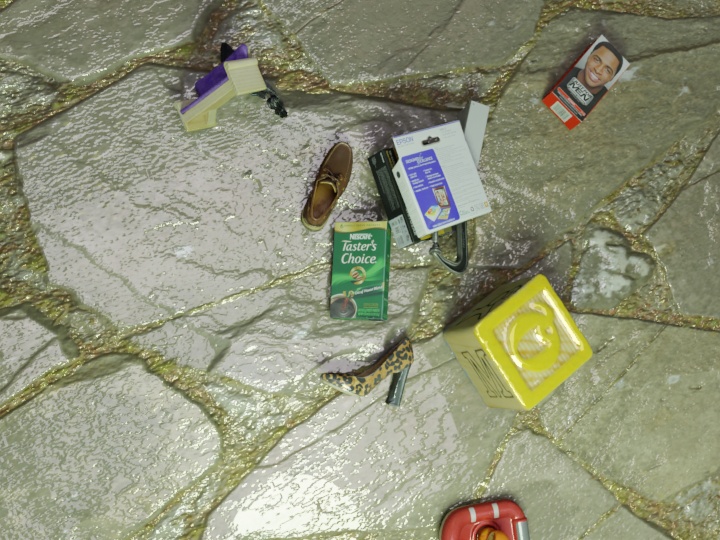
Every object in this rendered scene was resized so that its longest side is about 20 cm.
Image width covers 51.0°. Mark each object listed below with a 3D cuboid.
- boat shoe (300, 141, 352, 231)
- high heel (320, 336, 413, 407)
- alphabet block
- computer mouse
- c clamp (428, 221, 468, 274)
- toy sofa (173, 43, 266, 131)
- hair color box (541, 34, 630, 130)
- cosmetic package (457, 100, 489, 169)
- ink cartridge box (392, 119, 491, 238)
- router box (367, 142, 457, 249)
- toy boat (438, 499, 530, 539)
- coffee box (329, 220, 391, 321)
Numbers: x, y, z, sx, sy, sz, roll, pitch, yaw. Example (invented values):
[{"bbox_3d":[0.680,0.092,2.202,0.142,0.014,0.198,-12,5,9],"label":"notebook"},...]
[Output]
[{"bbox_3d":[-0.063,-0.181,1.586,0.071,0.068,0.204,25,78,-8],"label":"boat shoe"},{"bbox_3d":[0.016,0.188,1.546,0.196,0.071,0.146,18,85,-26],"label":"high heel"},{"bbox_3d":[0.315,0.149,1.547,0.194,0.200,0.198,-36,91,-14],"label":"alphabet block"},{"bbox_3d":[-0.231,-0.387,1.546,0.046,0.140,0.200,-43,93,-1],"label":"computer mouse"},{"bbox_3d":[0.168,-0.095,1.571,0.169,0.027,0.205,16,63,-44],"label":"c clamp"},{"bbox_3d":[-0.284,-0.360,1.491,0.082,0.198,0.100,-27,95,-47],"label":"toy sofa"},{"bbox_3d":[0.523,-0.436,1.752,0.101,0.061,0.201,42,75,-3],"label":"hair color box"},{"bbox_3d":[0.230,-0.258,1.653,0.049,0.082,0.205,14,80,-9],"label":"cosmetic package"},{"bbox_3d":[0.160,-0.188,1.534,0.195,0.043,0.205,-19,89,-35],"label":"ink cartridge box"},{"bbox_3d":[0.112,-0.160,1.594,0.155,0.052,0.205,-17,86,-45],"label":"router box"},{"bbox_3d":[0.259,0.544,1.524,0.195,0.131,0.134,-6,83,-13],"label":"toy boat"},{"bbox_3d":[0.000,0.000,1.562,0.120,0.044,0.206,1,81,19],"label":"coffee box"}]
